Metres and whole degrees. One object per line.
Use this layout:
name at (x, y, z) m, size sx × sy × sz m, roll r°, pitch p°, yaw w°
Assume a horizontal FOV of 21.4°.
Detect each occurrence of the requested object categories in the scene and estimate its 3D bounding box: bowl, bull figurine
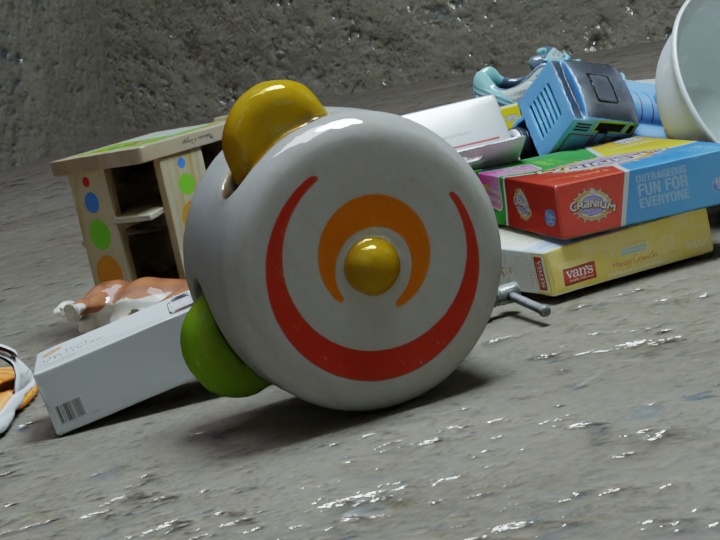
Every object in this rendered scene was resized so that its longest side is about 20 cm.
bowl at (0.313, -0.129, 1.560) m, size 0.200 × 0.202 × 0.090 m, roll -20°, pitch -15°, yaw -38°
bull figurine at (-0.150, 0.037, 1.461) m, size 0.199 × 0.066 × 0.121 m, roll -7°, pitch 8°, yaw 35°

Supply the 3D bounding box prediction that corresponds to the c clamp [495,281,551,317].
c clamp at (0.019, 0.035, 1.364) m, size 0.199 × 0.027 × 0.171 m, roll -15°, pitch 9°, yaw -8°

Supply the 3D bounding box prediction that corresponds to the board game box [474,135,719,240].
board game box at (0.186, -0.066, 1.463) m, size 0.152 × 0.041 × 0.200 m, roll -13°, pitch 9°, yaw -14°

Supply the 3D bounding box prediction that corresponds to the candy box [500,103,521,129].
candy box at (0.064, -0.111, 1.755) m, size 0.102 × 0.027 × 0.200 m, roll -14°, pitch -4°, yaw -21°

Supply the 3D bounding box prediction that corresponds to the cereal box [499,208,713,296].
cereal box at (0.159, -0.020, 1.472) m, size 0.143 × 0.040 × 0.200 m, roll -15°, pitch 10°, yaw -21°

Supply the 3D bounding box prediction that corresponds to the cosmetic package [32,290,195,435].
cosmetic package at (-0.129, 0.048, 1.334) m, size 0.199 × 0.051 × 0.083 m, roll -23°, pitch 8°, yaw -5°

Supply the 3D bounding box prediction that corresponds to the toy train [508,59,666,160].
toy train at (0.219, -0.115, 1.628) m, size 0.199 × 0.087 × 0.114 m, roll 4°, pitch -37°, yaw -30°

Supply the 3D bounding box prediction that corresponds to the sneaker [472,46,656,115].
sneaker at (0.191, -0.164, 1.751) m, size 0.199 × 0.087 × 0.078 m, roll -8°, pitch 12°, yaw 21°

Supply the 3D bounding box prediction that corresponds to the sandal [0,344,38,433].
sandal at (-0.284, 0.081, 1.402) m, size 0.079 × 0.060 × 0.207 m, roll -13°, pitch 9°, yaw -5°

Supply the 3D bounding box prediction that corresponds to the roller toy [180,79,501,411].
roller toy at (-0.010, -0.011, 1.186) m, size 0.181 × 0.202 × 0.140 m, roll 6°, pitch 4°, yaw -19°

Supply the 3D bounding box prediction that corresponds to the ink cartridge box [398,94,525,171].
ink cartridge box at (0.063, -0.082, 1.607) m, size 0.115 × 0.067 × 0.200 m, roll -14°, pitch -22°, yaw -12°

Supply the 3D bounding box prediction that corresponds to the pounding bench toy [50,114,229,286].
pounding bench toy at (-0.143, -0.047, 1.673) m, size 0.124 × 0.157 × 0.199 m, roll -5°, pitch 12°, yaw 43°
